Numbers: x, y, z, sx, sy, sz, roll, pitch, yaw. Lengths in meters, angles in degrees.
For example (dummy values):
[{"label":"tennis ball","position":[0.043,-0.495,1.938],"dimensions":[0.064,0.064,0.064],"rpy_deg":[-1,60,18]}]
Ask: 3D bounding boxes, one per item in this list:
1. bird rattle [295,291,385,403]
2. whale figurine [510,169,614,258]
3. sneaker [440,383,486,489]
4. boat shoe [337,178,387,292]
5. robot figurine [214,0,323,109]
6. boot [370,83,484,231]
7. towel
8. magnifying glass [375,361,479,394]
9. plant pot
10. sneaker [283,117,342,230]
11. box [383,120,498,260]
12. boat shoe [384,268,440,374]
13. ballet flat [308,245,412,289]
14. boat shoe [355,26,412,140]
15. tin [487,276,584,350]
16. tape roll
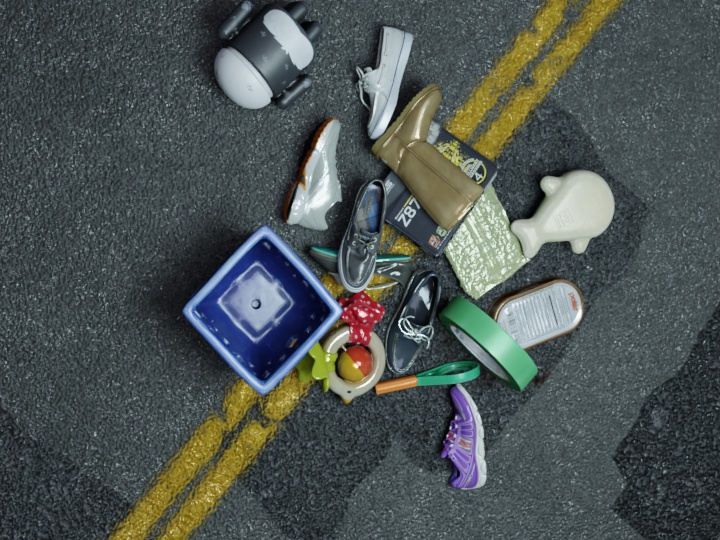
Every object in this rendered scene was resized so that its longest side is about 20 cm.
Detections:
[{"label":"bird rattle","position":[-0.022,0.145,1.540],"dimensions":[0.200,0.112,0.164],"rpy_deg":[-43,113,-20]},{"label":"whale figurine","position":[0.375,-0.105,1.595],"dimensions":[0.198,0.104,0.161],"rpy_deg":[-32,99,1]},{"label":"sneaker","position":[0.187,0.315,1.589],"dimensions":[0.082,0.081,0.204],"rpy_deg":[-7,96,-6]},{"label":"boat shoe","position":[0.009,-0.064,1.470],"dimensions":[0.069,0.066,0.203],"rpy_deg":[17,79,-6]},{"label":"robot figurine","position":[-0.157,-0.369,1.445],"dimensions":[0.150,0.125,0.200],"rpy_deg":[43,84,12]},{"label":"boot","position":[0.140,-0.199,1.490],"dimensions":[0.200,0.066,0.176],"rpy_deg":[44,99,11]},{"label":"towel","position":[0.217,-0.062,1.591],"dimensions":[0.147,0.036,0.202],"rpy_deg":[-32,100,-7]},{"label":"magnifying glass","position":[0.124,0.201,1.575],"dimensions":[0.196,0.080,0.023],"rpy_deg":[-10,100,-1]},{"label":"plant pot","position":[-0.172,0.059,1.438],"dimensions":[0.200,0.180,0.200],"rpy_deg":[-45,102,-6]},{"label":"sneaker","position":[-0.066,-0.168,1.509],"dimensions":[0.091,0.076,0.203],"rpy_deg":[19,97,-20]},{"label":"box","position":[0.131,-0.147,1.536],"dimensions":[0.160,0.049,0.201],"rpy_deg":[36,86,11]},{"label":"boat shoe","position":[0.101,0.096,1.561],"dimensions":[0.074,0.062,0.203],"rpy_deg":[23,89,-15]},{"label":"ballet flat","position":[0.000,0.000,1.533],"dimensions":[0.196,0.068,0.070],"rpy_deg":[6,101,-12]},{"label":"boat shoe","position":[0.027,-0.339,1.511],"dimensions":[0.085,0.075,0.205],"rpy_deg":[17,88,-13]},{"label":"tin","position":[0.337,0.085,1.628],"dimensions":[0.197,0.042,0.114],"rpy_deg":[-20,102,-11]},{"label":"tape roll","position":[0.227,0.131,1.521],"dimensions":[0.048,0.200,0.200],"rpy_deg":[-46,101,-7]}]
